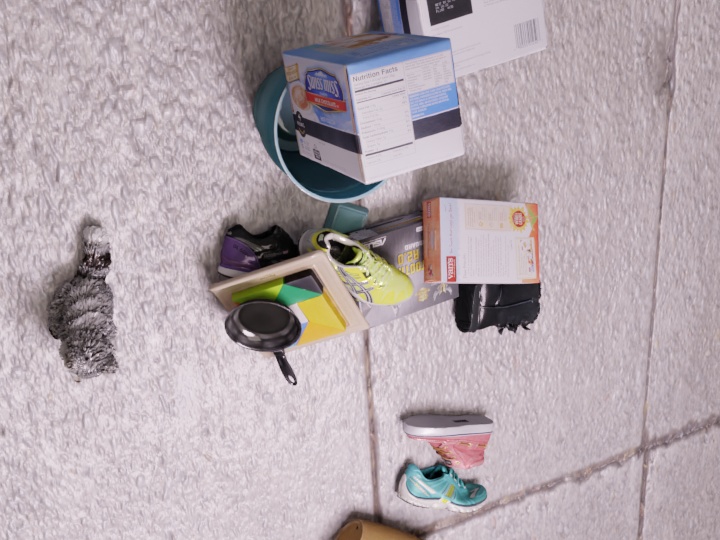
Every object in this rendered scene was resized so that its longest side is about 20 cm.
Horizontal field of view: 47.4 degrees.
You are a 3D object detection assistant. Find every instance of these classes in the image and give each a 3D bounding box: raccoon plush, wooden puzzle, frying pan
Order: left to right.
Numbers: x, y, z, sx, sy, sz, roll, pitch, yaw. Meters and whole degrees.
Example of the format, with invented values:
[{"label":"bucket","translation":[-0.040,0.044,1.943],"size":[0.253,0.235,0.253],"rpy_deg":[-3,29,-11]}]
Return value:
[{"label":"raccoon plush","translation":[-0.374,0.051,1.112],"size":[0.096,0.134,0.201],"rpy_deg":[-7,110,-24]},{"label":"frying pan","translation":[-0.120,0.100,1.233],"size":[0.115,0.031,0.190],"rpy_deg":[-28,130,26]},{"label":"wooden puzzle","translation":[-0.103,0.061,1.239],"size":[0.184,0.037,0.200],"rpy_deg":[-18,136,15]}]

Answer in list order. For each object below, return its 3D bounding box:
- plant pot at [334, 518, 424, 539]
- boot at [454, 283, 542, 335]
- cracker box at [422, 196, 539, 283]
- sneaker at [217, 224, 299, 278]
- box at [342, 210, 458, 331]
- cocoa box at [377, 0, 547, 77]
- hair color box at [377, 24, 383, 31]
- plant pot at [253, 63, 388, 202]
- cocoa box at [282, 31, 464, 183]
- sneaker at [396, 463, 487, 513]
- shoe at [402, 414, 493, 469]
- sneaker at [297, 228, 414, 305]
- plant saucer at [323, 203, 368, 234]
[{"label":"plant pot","translation":[0.047,0.544,1.489],"size":[0.200,0.186,0.187],"rpy_deg":[41,87,-18]},{"label":"boot","translation":[0.251,0.020,1.461],"size":[0.162,0.073,0.200],"rpy_deg":[-5,106,-29]},{"label":"cracker box","translation":[0.198,-0.046,1.343],"size":[0.199,0.058,0.135],"rpy_deg":[1,87,-28]},{"label":"sneaker","translation":[-0.112,-0.021,1.252],"size":[0.199,0.076,0.088],"rpy_deg":[9,97,-22]},{"label":"box","translation":[0.069,-0.006,1.360],"size":[0.199,0.048,0.159],"rpy_deg":[-17,115,-26]},{"label":"cocoa box","translation":[0.143,-0.360,1.167],"size":[0.199,0.131,0.134],"rpy_deg":[-22,116,-19]},{"label":"hair color box","translation":[0.091,-0.368,1.251],"size":[0.099,0.061,0.201],"rpy_deg":[28,92,-31]},{"label":"plant pot","translation":[-0.059,-0.213,1.152],"size":[0.199,0.188,0.201],"rpy_deg":[-9,110,-24]},{"label":"cocoa box","translation":[0.011,-0.198,0.957],"size":[0.133,0.200,0.132],"rpy_deg":[-19,114,-19]},{"label":"sneaker","translation":[0.163,0.408,1.551],"size":[0.199,0.077,0.080],"rpy_deg":[14,92,-30]},{"label":"shoe","translation":[0.159,0.320,1.515],"size":[0.199,0.071,0.092],"rpy_deg":[5,99,-33]},{"label":"sneaker","translation":[0.000,0.000,1.236],"size":[0.199,0.076,0.076],"rpy_deg":[25,77,-23]},{"label":"plant saucer","translation":[-0.044,-0.012,1.329],"size":[0.070,0.019,0.201],"rpy_deg":[14,101,-30]}]
